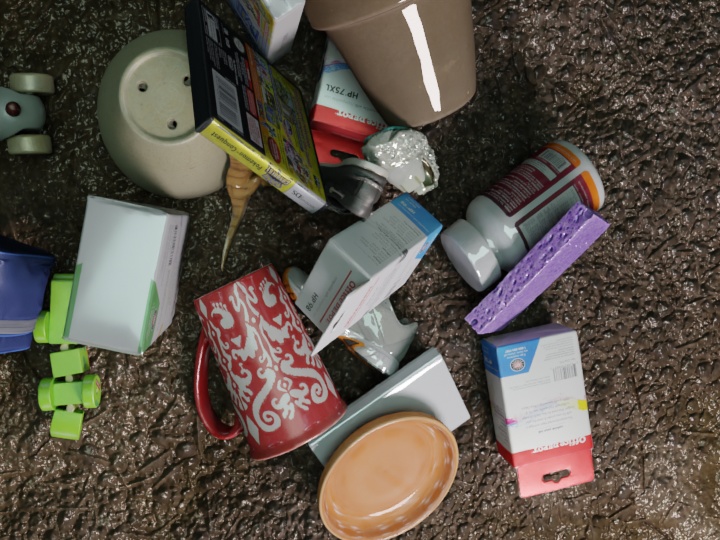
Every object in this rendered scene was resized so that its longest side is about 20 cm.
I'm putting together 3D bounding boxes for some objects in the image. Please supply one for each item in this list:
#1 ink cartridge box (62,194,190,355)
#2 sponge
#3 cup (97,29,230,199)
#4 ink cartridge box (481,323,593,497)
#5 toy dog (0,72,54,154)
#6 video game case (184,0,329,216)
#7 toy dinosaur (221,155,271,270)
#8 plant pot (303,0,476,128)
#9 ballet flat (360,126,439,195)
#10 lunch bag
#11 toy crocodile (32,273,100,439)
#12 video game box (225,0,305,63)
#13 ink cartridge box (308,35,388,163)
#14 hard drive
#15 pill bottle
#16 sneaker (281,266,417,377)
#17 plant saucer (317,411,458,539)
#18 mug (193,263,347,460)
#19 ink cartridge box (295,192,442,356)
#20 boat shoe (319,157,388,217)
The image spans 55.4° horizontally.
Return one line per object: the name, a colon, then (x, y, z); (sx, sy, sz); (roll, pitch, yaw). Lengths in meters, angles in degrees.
ink cartridge box: (-0.253, -0.001, 0.770); (0.085, 0.200, 0.149); (11, 93, -6)
sponge: (0.223, 0.001, 0.859); (0.201, 0.111, 0.030); (-49, 67, 21)
cup: (-0.216, -0.187, 0.792); (0.195, 0.143, 0.206); (-1, 94, -9)
ink cartridge box: (0.239, 0.185, 0.922); (0.113, 0.067, 0.205); (-10, 95, -8)
toy dog: (-0.445, -0.176, 0.777); (0.196, 0.096, 0.135); (-23, 97, -7)
video game case: (-0.114, -0.178, 0.752); (0.025, 0.203, 0.180); (-32, 141, 22)
toy dinosaur: (-0.142, -0.105, 0.838); (0.060, 0.202, 0.106); (41, 54, 20)
plant pot: (0.050, -0.262, 0.757); (0.197, 0.200, 0.177); (-27, 118, -6)
ballet flat: (0.060, -0.124, 0.814); (0.070, 0.199, 0.074); (1, 93, 19)
lunch bag: (-0.458, 0.017, 0.754); (0.196, 0.136, 0.135); (18, 90, 13)
toy crocodile: (-0.354, 0.105, 0.835); (0.066, 0.062, 0.205); (-3, 90, -9)
video game box: (-0.134, -0.340, 0.766); (0.046, 0.200, 0.185); (-31, 99, -7)
ink cartridge box: (0.002, -0.227, 0.863); (0.113, 0.067, 0.205); (12, 92, -11)
hard drive: (0.040, 0.203, 0.893); (0.198, 0.026, 0.133); (-34, 125, -6)
pill bottle: (0.206, -0.069, 0.885); (0.198, 0.109, 0.111); (-36, 99, -6)
sneaker: (-0.012, 0.047, 0.884); (0.199, 0.075, 0.093); (39, 79, -17)
plant saucer: (0.034, 0.262, 0.883); (0.196, 0.038, 0.204); (-12, 121, -20)
mug: (-0.133, 0.115, 0.834); (0.175, 0.133, 0.204); (-25, 94, -9)
ink cartridge box: (0.000, 0.000, 0.796); (0.067, 0.117, 0.199); (43, 43, 12)
boat shoe: (-0.022, -0.089, 0.799); (0.066, 0.200, 0.058); (23, 86, -15)
